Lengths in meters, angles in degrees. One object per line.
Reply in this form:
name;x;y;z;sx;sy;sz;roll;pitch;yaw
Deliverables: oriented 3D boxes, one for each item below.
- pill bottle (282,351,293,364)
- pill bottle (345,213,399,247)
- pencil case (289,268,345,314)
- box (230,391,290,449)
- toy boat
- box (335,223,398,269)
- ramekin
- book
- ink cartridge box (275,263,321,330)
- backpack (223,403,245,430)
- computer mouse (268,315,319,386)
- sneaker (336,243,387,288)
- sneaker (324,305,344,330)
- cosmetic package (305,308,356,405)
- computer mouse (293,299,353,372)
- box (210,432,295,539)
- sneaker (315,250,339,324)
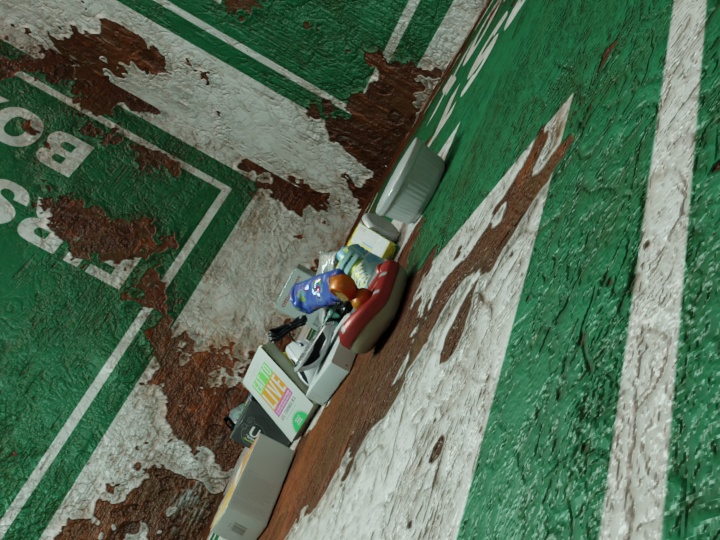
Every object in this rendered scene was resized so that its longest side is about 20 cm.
pill bottle;-0.193;0.269;1.834;0.199;0.112;0.113;-9;-47;-60
pill bottle;0.011;-0.041;1.849;0.201;0.109;0.109;-60;5;22
pencil case;-0.087;0.052;1.704;0.199;0.077;0.088;-19;74;47
box;-0.237;0.382;1.861;0.125;0.148;0.200;-60;6;11
toy boat;0.001;0.053;1.309;0.131;0.130;0.201;-58;6;39
box;0.000;0.000;1.731;0.048;0.117;0.201;23;-81;-51
ramekin;0.122;-0.203;1.672;0.204;0.094;0.202;-60;5;9
book;-0.190;0.289;1.687;0.048;0.200;0.134;-12;-41;-52
ink cartridge box;-0.143;0.090;2.184;0.147;0.199;0.083;-60;5;11
backpack;-0.516;0.674;3.170;0.127;0.166;0.200;-57;10;-14
computer mouse;-0.133;0.189;1.672;0.109;0.200;0.044;-17;-40;-30
sneaker;-0.004;0.012;1.582;0.080;0.130;0.200;-57;7;24
sneaker;-0.075;0.164;1.795;0.201;0.077;0.140;-63;6;-13
cosmetic package;-0.044;0.178;1.570;0.151;0.051;0.201;-53;9;43
computer mouse;-0.077;0.147;1.559;0.201;0.044;0.110;-57;9;-13
box;-0.236;0.489;1.573;0.125;0.097;0.201;-58;6;38
sneaker;-0.082;0.043;1.829;0.074;0.082;0.202;-2;-76;-47
